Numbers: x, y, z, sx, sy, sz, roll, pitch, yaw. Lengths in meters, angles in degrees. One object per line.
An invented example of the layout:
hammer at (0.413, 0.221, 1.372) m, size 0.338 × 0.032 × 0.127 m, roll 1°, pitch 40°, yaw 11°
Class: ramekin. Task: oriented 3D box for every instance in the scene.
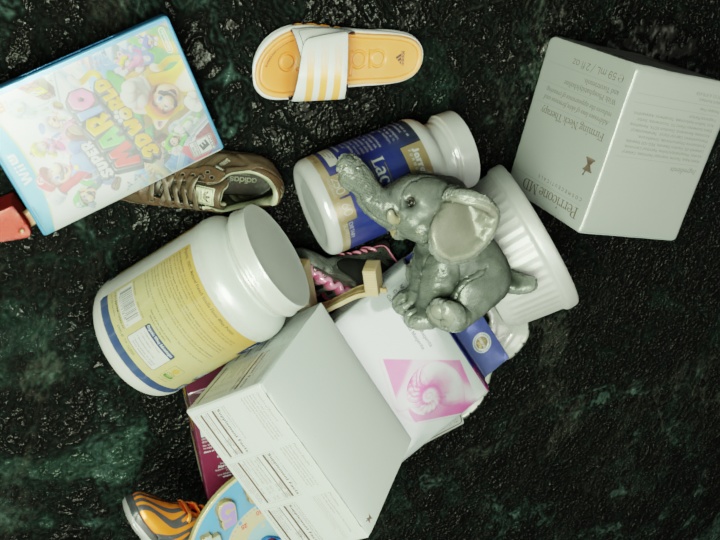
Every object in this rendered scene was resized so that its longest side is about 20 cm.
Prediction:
ramekin at (0.182, -0.023, 0.974) m, size 0.094 × 0.203 × 0.203 m, roll -29°, pitch 125°, yaw 6°

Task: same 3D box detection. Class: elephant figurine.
elephant figurine at (0.084, -0.046, 0.822) m, size 0.155 × 0.140 × 0.202 m, roll -34°, pitch 122°, yaw -42°

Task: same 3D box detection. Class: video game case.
video game case at (-0.249, -0.139, 0.752) m, size 0.199 × 0.018 × 0.144 m, roll -28°, pitch 124°, yaw -13°

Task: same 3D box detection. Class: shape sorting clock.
shape sorting clock at (-0.108, 0.313, 0.896) m, size 0.198 × 0.039 × 0.202 m, roll -14°, pitch 114°, yaw -34°

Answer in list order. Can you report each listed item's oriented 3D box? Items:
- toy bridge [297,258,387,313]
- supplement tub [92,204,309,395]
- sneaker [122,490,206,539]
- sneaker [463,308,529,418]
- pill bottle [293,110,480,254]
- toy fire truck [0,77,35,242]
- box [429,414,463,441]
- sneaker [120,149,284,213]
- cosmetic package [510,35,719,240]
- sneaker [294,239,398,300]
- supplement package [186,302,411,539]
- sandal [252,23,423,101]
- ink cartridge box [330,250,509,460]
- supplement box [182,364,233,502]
toy bridge at (-0.065, 0.020, 0.909) m, size 0.198 × 0.027 × 0.068 m, roll 2°, pitch 122°, yaw 16°
supplement tub at (-0.168, 0.031, 0.836) m, size 0.199 × 0.145 × 0.145 m, roll -29°, pitch 126°, yaw 15°
sneaker at (-0.180, 0.284, 0.911) m, size 0.112 × 0.078 × 0.200 m, roll -42°, pitch 134°, yaw -1°
sneaker at (0.155, 0.129, 1.122) m, size 0.087 × 0.074 × 0.201 m, roll 32°, pitch 93°, yaw -22°
pill bottle at (0.032, -0.107, 0.903) m, size 0.198 × 0.116 × 0.117 m, roll -24°, pitch 123°, yaw -12°
toy fire truck at (-0.302, -0.125, 0.773) m, size 0.198 × 0.049 × 0.142 m, roll -23°, pitch 118°, yaw -13°
box at (0.028, 0.187, 1.015) m, size 0.198 × 0.060 × 0.118 m, roll -26°, pitch 124°, yaw -12°
sneaker at (-0.178, -0.098, 0.833) m, size 0.198 × 0.076 × 0.071 m, roll -4°, pitch 118°, yaw -22°
cosmetic package at (0.317, -0.164, 0.972) m, size 0.165 × 0.167 × 0.202 m, roll 2°, pitch 114°, yaw -26°
sneaker at (0.000, 0.000, 0.982) m, size 0.199 × 0.079 × 0.096 m, roll 22°, pitch 77°, yaw -27°
supplement package at (-0.058, 0.169, 0.843) m, size 0.110 × 0.156 × 0.201 m, roll -23°, pitch 107°, yaw 32°
sandal at (-0.016, -0.229, 0.850) m, size 0.204 × 0.059 × 0.080 m, roll -12°, pitch 120°, yaw -19°
ink cartridge box at (0.067, 0.097, 0.944) m, size 0.199 × 0.043 × 0.197 m, roll -38°, pitch 105°, yaw -7°
supplement box at (-0.168, 0.192, 0.970) m, size 0.085 × 0.110 × 0.202 m, roll -12°, pitch 120°, yaw -16°
